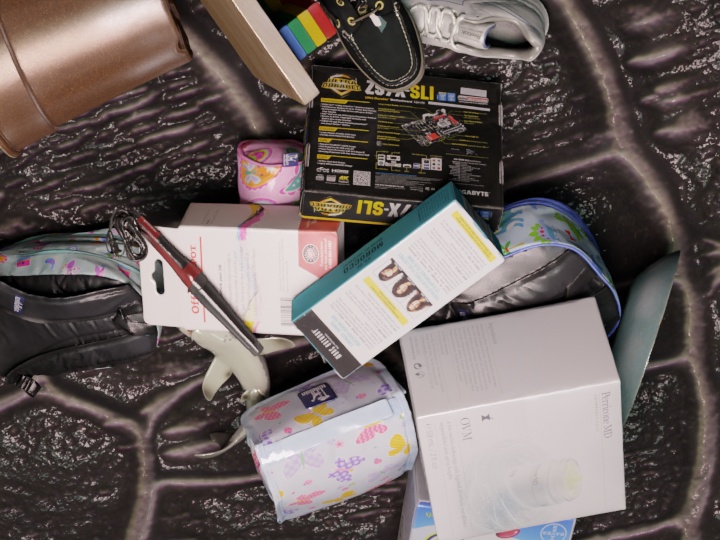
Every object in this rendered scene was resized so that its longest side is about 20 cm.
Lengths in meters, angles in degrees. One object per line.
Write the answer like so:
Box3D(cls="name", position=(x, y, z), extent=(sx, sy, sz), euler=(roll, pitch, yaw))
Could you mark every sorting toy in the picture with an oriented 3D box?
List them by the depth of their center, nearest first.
Box3D(cls="sorting toy", position=(-0.106, -0.269, 1.435), extent=(0.069, 0.199, 0.200), euler=(-38, 112, -5))

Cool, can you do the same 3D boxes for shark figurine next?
Box3D(cls="shark figurine", position=(-0.129, 0.109, 1.668), extent=(0.127, 0.090, 0.216), euler=(-7, 126, 0))

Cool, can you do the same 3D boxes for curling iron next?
Box3D(cls="curling iron", position=(-0.171, 0.015, 1.493), extent=(0.200, 0.026, 0.050), euler=(42, 77, -15))

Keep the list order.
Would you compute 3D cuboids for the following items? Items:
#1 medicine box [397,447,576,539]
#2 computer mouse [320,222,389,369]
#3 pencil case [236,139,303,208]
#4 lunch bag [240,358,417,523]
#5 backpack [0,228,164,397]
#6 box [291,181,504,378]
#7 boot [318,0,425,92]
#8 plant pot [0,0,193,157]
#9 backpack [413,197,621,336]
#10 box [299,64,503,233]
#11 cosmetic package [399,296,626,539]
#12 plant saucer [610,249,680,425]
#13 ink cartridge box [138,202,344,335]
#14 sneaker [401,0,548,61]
Box3D(cls="medicine box", position=(0.137, 0.316, 1.752), extent=(0.181, 0.103, 0.201), euler=(5, 122, -3))
Box3D(cls="computer mouse", position=(0.000, 0.000, 1.632), extent=(0.138, 0.053, 0.201), euler=(-23, 122, -12))
Box3D(cls="pencil case", position=(-0.087, -0.041, 1.597), extent=(0.087, 0.088, 0.201), euler=(1, 114, -2))
Box3D(cls="lunch bag", position=(-0.032, 0.176, 1.617), extent=(0.169, 0.200, 0.128), euler=(-22, 77, -6))
Box3D(cls="backpack", position=(-0.298, 0.031, 1.599), extent=(0.199, 0.127, 0.168), euler=(-6, 130, 13))
Box3D(cls="box", position=(0.034, 0.010, 1.466), extent=(0.200, 0.049, 0.082), euler=(-36, 112, 14))
Box3D(cls="boot", position=(-0.016, -0.265, 1.412), extent=(0.073, 0.154, 0.205), euler=(-27, 82, 12))
Box3D(cls="plant pot", position=(-0.276, -0.237, 1.449), extent=(0.197, 0.200, 0.201), euler=(-21, 115, 0))
Box3D(cls="backpack", position=(0.155, 0.018, 1.587), extent=(0.199, 0.147, 0.183), euler=(-29, 126, 18))
Box3D(cls="box", position=(0.042, -0.121, 1.520), extent=(0.198, 0.161, 0.049), euler=(4, 145, -4))
Box3D(cls="cosmetic package", position=(0.154, 0.151, 1.523), extent=(0.199, 0.123, 0.200), euler=(-12, 133, 0))
Box3D(cls="plant saucer", position=(0.286, 0.069, 1.602), extent=(0.038, 0.201, 0.202), euler=(19, 115, 9))
Box3D(cls="ink cartridge box", position=(-0.117, -0.003, 1.533), extent=(0.198, 0.068, 0.117), euler=(3, 115, 5))
Box3D(cls="sneaker", position=(0.091, -0.250, 1.498), extent=(0.198, 0.087, 0.075), euler=(7, 118, -3))
